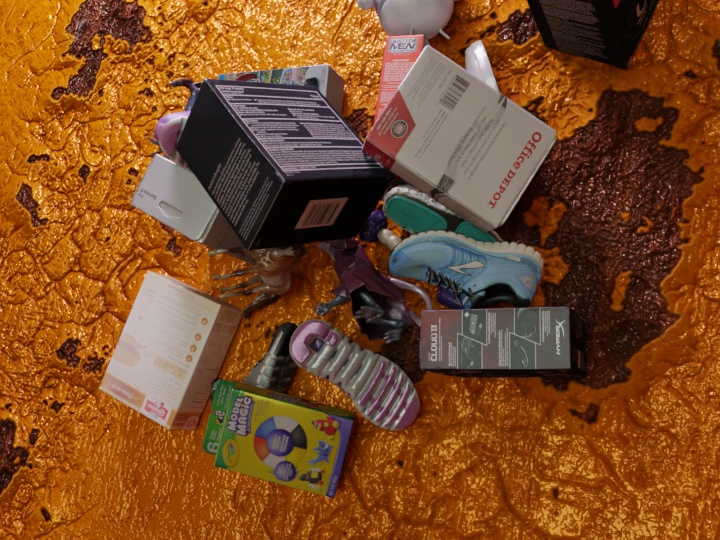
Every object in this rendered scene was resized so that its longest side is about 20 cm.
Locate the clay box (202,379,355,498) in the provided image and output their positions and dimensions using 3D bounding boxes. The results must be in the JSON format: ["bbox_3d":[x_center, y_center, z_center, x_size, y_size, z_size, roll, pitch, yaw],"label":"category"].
[{"bbox_3d":[-0.117,0.230,1.082,0.199,0.048,0.116,14,96,0],"label":"clay box"}]

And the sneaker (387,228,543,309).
[{"bbox_3d":[0.130,0.006,0.997,0.199,0.078,0.090,6,63,12],"label":"sneaker"}]

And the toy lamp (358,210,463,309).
[{"bbox_3d":[0.085,-0.009,1.090,0.200,0.058,0.058,38,95,27],"label":"toy lamp"}]

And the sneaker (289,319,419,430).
[{"bbox_3d":[-0.005,0.140,1.082,0.200,0.088,0.081,37,85,3],"label":"sneaker"}]

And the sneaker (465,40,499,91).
[{"bbox_3d":[0.145,-0.217,1.097,0.115,0.074,0.201,-15,75,17],"label":"sneaker"}]

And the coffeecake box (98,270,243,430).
[{"bbox_3d":[-0.293,0.123,1.215,0.153,0.073,0.201,22,88,25],"label":"coffeecake box"}]

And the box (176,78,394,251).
[{"bbox_3d":[-0.100,-0.142,1.034,0.199,0.199,0.123,53,128,25],"label":"box"}]

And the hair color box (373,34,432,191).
[{"bbox_3d":[0.066,-0.219,1.115,0.061,0.101,0.201,5,81,24],"label":"hair color box"}]

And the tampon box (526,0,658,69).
[{"bbox_3d":[0.301,-0.377,0.992,0.126,0.200,0.151,24,90,25],"label":"tampon box"}]

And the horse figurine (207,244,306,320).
[{"bbox_3d":[-0.143,0.007,1.128,0.132,0.200,0.050,-9,64,-7],"label":"horse figurine"}]

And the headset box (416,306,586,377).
[{"bbox_3d":[0.172,0.093,0.980,0.199,0.149,0.078,-2,78,23],"label":"headset box"}]

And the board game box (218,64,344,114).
[{"bbox_3d":[-0.132,-0.234,1.225,0.199,0.064,0.148,1,80,25],"label":"board game box"}]

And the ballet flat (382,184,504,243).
[{"bbox_3d":[0.124,-0.061,1.069,0.199,0.072,0.072,32,93,0],"label":"ballet flat"}]

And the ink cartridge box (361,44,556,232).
[{"bbox_3d":[0.123,-0.162,0.997,0.200,0.083,0.147,34,85,-2],"label":"ink cartridge box"}]

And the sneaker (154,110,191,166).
[{"bbox_3d":[-0.217,-0.205,1.118,0.088,0.200,0.081,46,123,21],"label":"sneaker"}]

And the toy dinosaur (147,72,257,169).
[{"bbox_3d":[-0.249,-0.196,1.191,0.199,0.105,0.183,-8,96,10],"label":"toy dinosaur"}]

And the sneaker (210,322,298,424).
[{"bbox_3d":[-0.166,0.160,1.154,0.115,0.075,0.201,18,88,28],"label":"sneaker"}]

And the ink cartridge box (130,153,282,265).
[{"bbox_3d":[-0.213,-0.080,1.151,0.145,0.200,0.088,27,91,26],"label":"ink cartridge box"}]

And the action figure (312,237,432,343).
[{"bbox_3d":[0.000,0.000,1.098,0.148,0.134,0.200,-15,42,-13],"label":"action figure"}]

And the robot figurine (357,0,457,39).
[{"bbox_3d":[0.067,-0.418,1.147,0.169,0.113,0.201,-14,70,-17],"label":"robot figurine"}]
